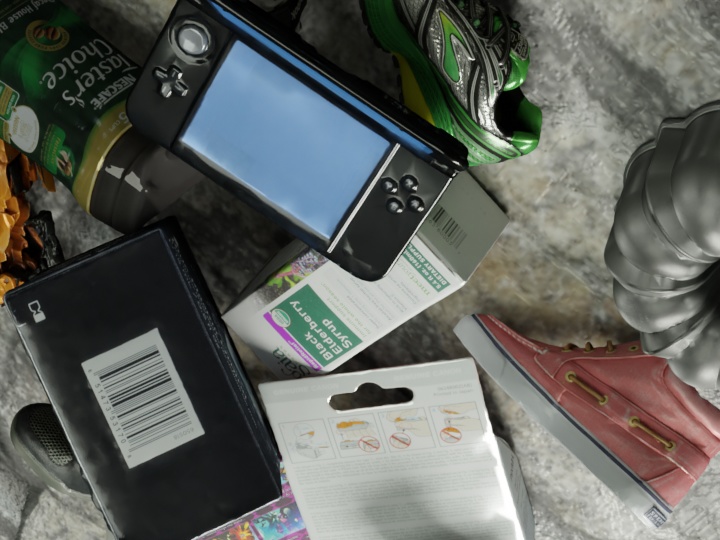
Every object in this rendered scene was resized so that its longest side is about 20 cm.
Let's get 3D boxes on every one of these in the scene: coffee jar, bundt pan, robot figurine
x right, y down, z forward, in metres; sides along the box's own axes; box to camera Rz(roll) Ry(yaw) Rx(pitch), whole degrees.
[{"bbox_3d":[-0.194,-0.113,1.283,0.200,0.104,0.086,36,136,13],"label":"coffee jar"},{"bbox_3d":[0.236,0.003,1.139,0.201,0.076,0.203,17,133,19],"label":"bundt pan"},{"bbox_3d":[-0.284,-0.060,1.438,0.144,0.058,0.201,15,131,23],"label":"robot figurine"}]

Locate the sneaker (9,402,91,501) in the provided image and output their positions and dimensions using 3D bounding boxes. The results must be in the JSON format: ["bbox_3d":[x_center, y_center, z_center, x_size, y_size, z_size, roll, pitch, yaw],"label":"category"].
[{"bbox_3d":[-0.185,0.150,1.540,0.199,0.076,0.114,33,135,1],"label":"sneaker"}]

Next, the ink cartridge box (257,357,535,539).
[{"bbox_3d":[0.029,0.137,1.367,0.159,0.047,0.201,-8,124,14],"label":"ink cartridge box"}]

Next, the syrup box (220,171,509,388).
[{"bbox_3d":[0.000,0.000,1.286,0.079,0.082,0.200,47,135,-8],"label":"syrup box"}]

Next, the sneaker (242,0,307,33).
[{"bbox_3d":[-0.062,-0.167,1.197,0.088,0.074,0.200,38,147,1],"label":"sneaker"}]

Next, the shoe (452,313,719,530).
[{"bbox_3d":[0.155,0.074,1.262,0.200,0.091,0.071,44,180,31],"label":"shoe"}]

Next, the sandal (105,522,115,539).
[{"bbox_3d":[-0.196,0.139,1.453,0.049,0.204,0.083,-11,147,5],"label":"sandal"}]

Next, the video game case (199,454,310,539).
[{"bbox_3d":[-0.055,0.226,1.486,0.199,0.036,0.182,-25,113,16],"label":"video game case"}]

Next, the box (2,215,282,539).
[{"bbox_3d":[-0.144,0.075,1.311,0.117,0.200,0.198,-24,95,-2],"label":"box"}]

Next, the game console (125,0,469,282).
[{"bbox_3d":[-0.046,-0.080,1.115,0.199,0.117,0.176,34,125,-1],"label":"game console"}]

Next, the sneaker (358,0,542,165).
[{"bbox_3d":[0.058,-0.150,1.138,0.085,0.078,0.201,-3,133,26],"label":"sneaker"}]
